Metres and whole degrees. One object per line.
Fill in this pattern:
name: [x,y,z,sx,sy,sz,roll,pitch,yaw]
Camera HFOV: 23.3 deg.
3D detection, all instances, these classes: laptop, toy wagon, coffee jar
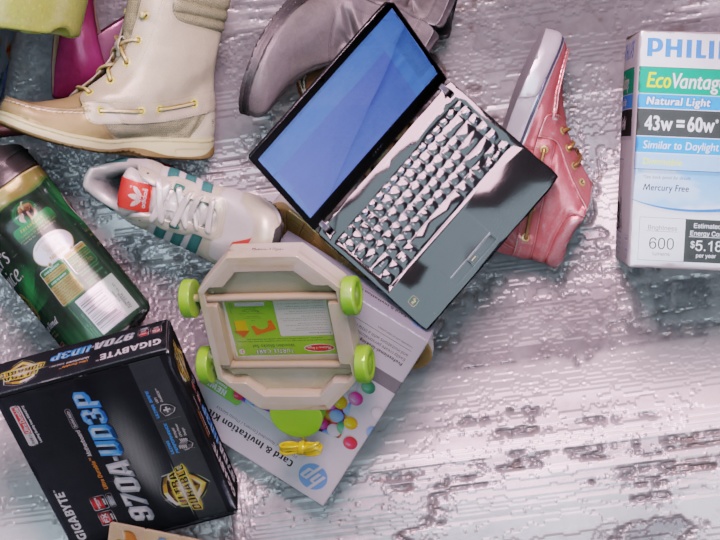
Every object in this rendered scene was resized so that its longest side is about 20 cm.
laptop: [0.040,-0.085,1.450,0.200,0.103,0.177,42,85,4]
toy wagon: [-0.065,0.068,1.477,0.154,0.040,0.201,-1,123,16]
coffee jar: [-0.277,-0.016,1.540,0.085,0.104,0.200,-38,90,-13]

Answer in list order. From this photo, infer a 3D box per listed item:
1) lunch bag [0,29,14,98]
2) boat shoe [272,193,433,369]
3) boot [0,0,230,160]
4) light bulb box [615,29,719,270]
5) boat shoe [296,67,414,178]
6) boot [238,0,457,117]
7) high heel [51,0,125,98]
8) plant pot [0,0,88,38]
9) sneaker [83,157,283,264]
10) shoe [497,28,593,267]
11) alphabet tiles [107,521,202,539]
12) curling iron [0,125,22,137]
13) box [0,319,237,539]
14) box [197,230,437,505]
lunch bag: [-0.387,-0.239,1.547,0.159,0.082,0.202,11,92,5]
boat shoe: [0.000,0.000,1.548,0.200,0.069,0.071,47,132,-12]
boot: [-0.211,-0.180,1.510,0.199,0.072,0.156,4,102,-29]
light bulb box: [0.324,-0.102,1.501,0.196,0.125,0.202,2,94,3]
boat shoe: [0.025,-0.108,1.538,0.076,0.074,0.200,-45,91,4]
boot: [-0.007,-0.191,1.505,0.131,0.070,0.201,32,74,8]
high heel: [-0.273,-0.256,1.544,0.096,0.067,0.201,-29,95,-7]
plant pot: [-0.285,-0.289,1.430,0.199,0.200,0.186,8,98,2]
sneaker: [-0.158,-0.050,1.495,0.199,0.093,0.071,24,101,39]
shoe: [0.167,-0.105,1.538,0.090,0.071,0.202,18,97,-2]
alphabet tiles: [-0.170,0.315,1.540,0.198,0.006,0.168,9,96,14]
curling iron: [-0.282,-0.127,1.568,0.198,0.050,0.026,-8,123,-6]
box: [-0.209,0.147,1.524,0.158,0.046,0.201,-14,126,5]
box: [-0.048,0.088,1.533,0.155,0.041,0.201,32,119,0]
